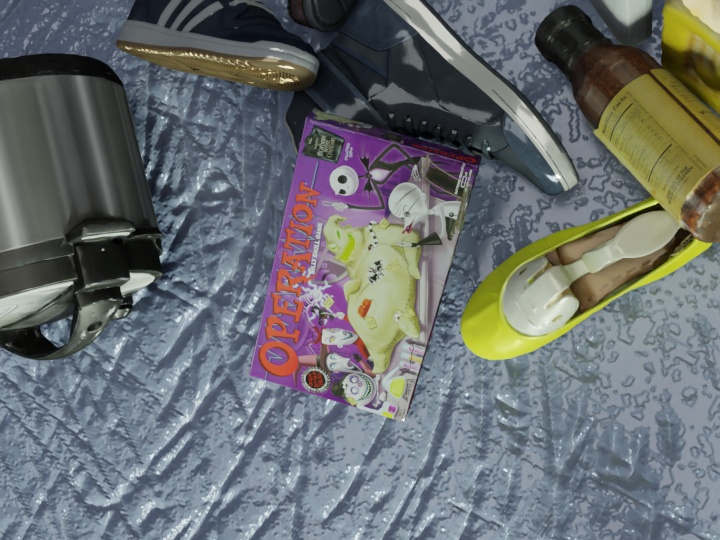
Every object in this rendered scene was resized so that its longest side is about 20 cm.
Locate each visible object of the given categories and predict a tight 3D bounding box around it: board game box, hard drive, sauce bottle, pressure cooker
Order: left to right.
[{"bbox_3d":[-0.231,-0.036,0.861,0.178,0.176,0.200,-14,86,2],"label":"pressure cooker"},{"bbox_3d":[0.000,0.000,0.835,0.120,0.032,0.200,17,114,8],"label":"board game box"},{"bbox_3d":[0.141,-0.219,0.766,0.027,0.200,0.132,-33,81,9],"label":"hard drive"},{"bbox_3d":[0.186,-0.103,0.793,0.066,0.066,0.200,-39,53,9],"label":"sauce bottle"}]

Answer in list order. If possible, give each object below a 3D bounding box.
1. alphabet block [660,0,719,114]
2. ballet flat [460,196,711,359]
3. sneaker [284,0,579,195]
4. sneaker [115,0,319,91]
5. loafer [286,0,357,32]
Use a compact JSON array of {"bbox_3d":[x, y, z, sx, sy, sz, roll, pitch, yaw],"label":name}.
[{"bbox_3d":[0.318,-0.159,0.726,0.195,0.196,0.200,41,97,13],"label":"alphabet block"},{"bbox_3d":[0.153,-0.001,0.824,0.200,0.067,0.067,-29,84,11],"label":"ballet flat"},{"bbox_3d":[0.040,-0.091,0.846,0.146,0.077,0.202,-45,76,3],"label":"sneaker"},{"bbox_3d":[-0.094,-0.194,0.860,0.200,0.070,0.109,18,88,43],"label":"sneaker"},{"bbox_3d":[-0.023,-0.271,0.884,0.063,0.072,0.200,10,84,33],"label":"loafer"}]
